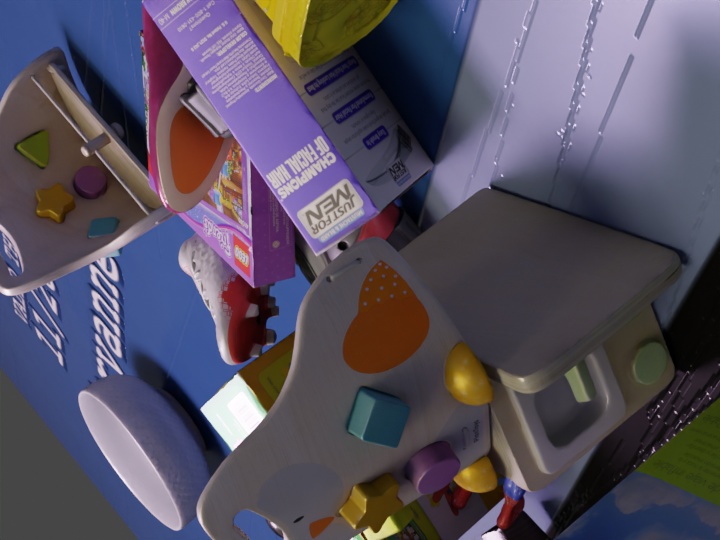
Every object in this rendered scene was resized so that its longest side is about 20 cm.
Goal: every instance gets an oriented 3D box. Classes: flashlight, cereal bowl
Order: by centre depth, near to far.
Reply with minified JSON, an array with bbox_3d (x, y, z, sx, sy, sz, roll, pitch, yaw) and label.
[{"bbox_3d":[-0.041,-0.068,1.370,0.200,0.068,0.068,43,129,-17],"label":"flashlight"},{"bbox_3d":[-0.241,0.201,2.300,0.200,0.083,0.201,45,159,22],"label":"cereal bowl"}]

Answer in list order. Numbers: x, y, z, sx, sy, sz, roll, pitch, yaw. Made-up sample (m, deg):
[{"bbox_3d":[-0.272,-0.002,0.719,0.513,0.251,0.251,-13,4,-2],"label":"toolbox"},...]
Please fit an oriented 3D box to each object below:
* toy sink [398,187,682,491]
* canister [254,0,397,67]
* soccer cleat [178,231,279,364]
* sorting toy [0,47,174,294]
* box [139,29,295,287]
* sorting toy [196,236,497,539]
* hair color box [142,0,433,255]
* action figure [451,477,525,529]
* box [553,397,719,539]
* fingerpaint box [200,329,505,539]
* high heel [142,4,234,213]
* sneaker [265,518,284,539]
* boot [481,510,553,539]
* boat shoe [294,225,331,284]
[{"bbox_3d":[0.106,0.047,1.201,0.199,0.130,0.113,22,143,54],"label":"toy sink"},{"bbox_3d":[-0.061,-0.241,1.173,0.200,0.086,0.149,51,160,13],"label":"canister"},{"bbox_3d":[-0.105,0.006,1.538,0.201,0.084,0.069,-81,-11,-53],"label":"soccer cleat"},{"bbox_3d":[-0.287,-0.068,1.802,0.200,0.179,0.107,48,159,16],"label":"sorting toy"},{"bbox_3d":[-0.111,-0.092,1.501,0.200,0.039,0.138,41,138,50],"label":"box"},{"bbox_3d":[-0.017,0.116,1.137,0.107,0.180,0.201,41,158,30],"label":"sorting toy"},{"bbox_3d":[-0.045,-0.120,1.284,0.065,0.109,0.201,-35,93,28],"label":"hair color box"},{"bbox_3d":[0.112,0.112,1.397,0.065,0.052,0.201,28,145,8],"label":"action figure"},{"bbox_3d":[0.187,0.142,1.067,0.122,0.199,0.048,18,141,58],"label":"box"},{"bbox_3d":[0.003,0.132,1.500,0.201,0.166,0.073,52,139,3],"label":"fingerpaint box"},{"bbox_3d":[-0.136,-0.143,1.409,0.096,0.067,0.202,4,93,57],"label":"high heel"},{"bbox_3d":[-0.029,0.162,1.578,0.070,0.200,0.090,41,131,-4],"label":"sneaker"},{"bbox_3d":[0.106,0.281,1.489,0.147,0.199,0.070,61,151,3],"label":"boot"},{"bbox_3d":[0.000,0.000,1.472,0.200,0.072,0.071,53,171,35],"label":"boat shoe"}]
